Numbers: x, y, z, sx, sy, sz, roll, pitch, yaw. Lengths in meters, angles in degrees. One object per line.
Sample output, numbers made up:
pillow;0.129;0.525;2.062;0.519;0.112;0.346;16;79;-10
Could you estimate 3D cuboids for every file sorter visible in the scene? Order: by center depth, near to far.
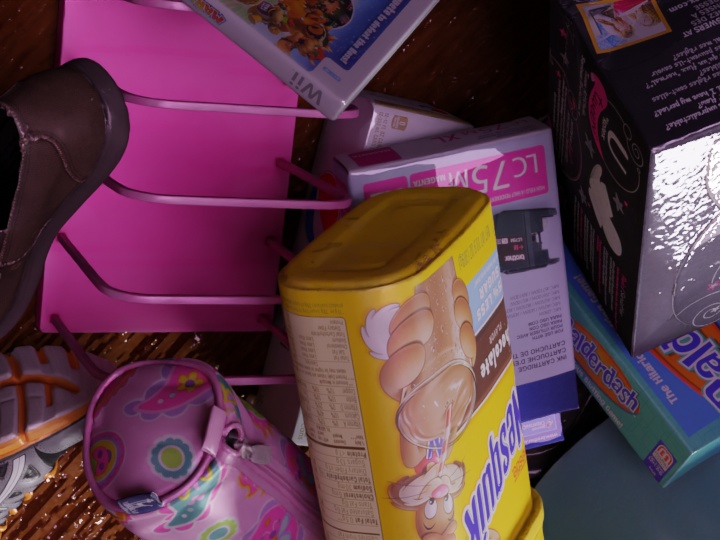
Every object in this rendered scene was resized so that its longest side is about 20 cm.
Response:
file sorter;-0.082;-0.049;0.837;0.138;0.125;0.202;1;105;-25

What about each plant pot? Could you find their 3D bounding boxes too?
plant pot;0.217;0.190;0.986;0.199;0.162;0.202;-19;141;-17

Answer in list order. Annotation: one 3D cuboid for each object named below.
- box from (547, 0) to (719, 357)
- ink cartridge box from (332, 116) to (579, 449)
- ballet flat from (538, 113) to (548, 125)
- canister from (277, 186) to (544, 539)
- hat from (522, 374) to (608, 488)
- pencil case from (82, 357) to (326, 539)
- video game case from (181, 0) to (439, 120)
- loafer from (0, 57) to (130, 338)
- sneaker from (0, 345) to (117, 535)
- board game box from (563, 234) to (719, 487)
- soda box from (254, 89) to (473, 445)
box;0.179;-0.066;0.841;0.131;0.115;0.201;-21;149;-7
ink cartridge box;0.057;0.024;0.895;0.118;0.042;0.202;-13;112;-12
ballet flat;0.183;-0.106;0.988;0.199;0.072;0.072;-33;117;-10
canister;0.028;0.074;0.803;0.148;0.086;0.202;-43;128;-57
hat;0.109;0.068;0.987;0.199;0.081;0.203;-7;107;-23
pencil case;-0.061;0.116;0.815;0.087;0.087;0.200;-46;143;-6
video game case;-0.054;-0.177;0.779;0.199;0.018;0.143;38;50;0
loafer;-0.191;-0.028;0.783;0.071;0.073;0.200;-12;147;-51
sneaker;-0.209;0.110;0.853;0.199;0.078;0.078;-29;121;4
board game box;0.212;0.021;0.966;0.199;0.153;0.045;-24;157;-30
soda box;0.000;0.000;0.926;0.067;0.064;0.202;9;101;-27
